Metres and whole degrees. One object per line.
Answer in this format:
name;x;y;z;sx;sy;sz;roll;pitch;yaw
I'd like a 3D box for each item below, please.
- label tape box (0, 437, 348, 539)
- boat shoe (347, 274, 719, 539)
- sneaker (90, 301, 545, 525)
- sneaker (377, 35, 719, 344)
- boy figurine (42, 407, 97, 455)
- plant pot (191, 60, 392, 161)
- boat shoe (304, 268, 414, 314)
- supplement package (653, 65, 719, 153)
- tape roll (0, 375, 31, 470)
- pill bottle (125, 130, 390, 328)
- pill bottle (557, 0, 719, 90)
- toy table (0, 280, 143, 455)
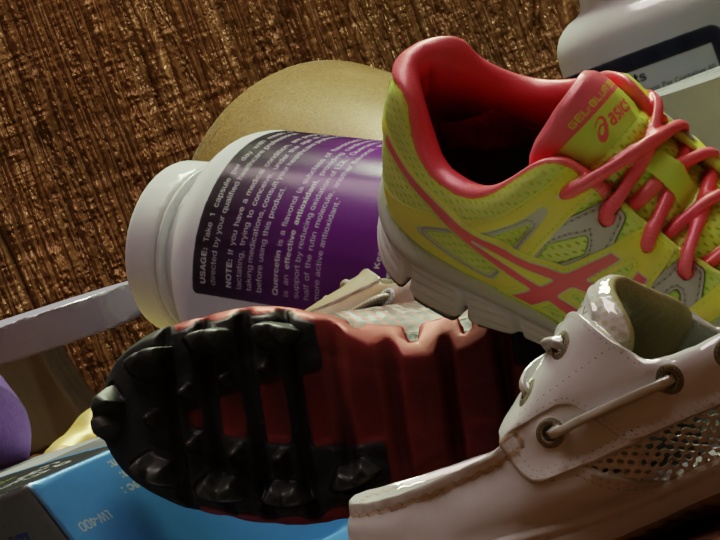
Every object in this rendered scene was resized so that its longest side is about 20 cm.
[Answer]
label tape box;-0.081;0.089;0.984;0.200;0.063;0.144;-19;1;38
boat shoe;0.078;0.034;0.767;0.200;0.069;0.071;-20;3;24
sneaker;0.015;0.043;0.929;0.200;0.071;0.098;-6;-2;8
sneaker;0.081;-0.013;0.829;0.200;0.090;0.078;19;50;29
boy figurine;-0.081;0.081;1.222;0.124;0.065;0.200;-9;-1;-5
plant pot;0.035;-0.011;1.411;0.186;0.187;0.200;-20;14;-29
boat shoe;0.005;0.040;1.068;0.200;0.076;0.072;-11;48;25
supplement package;0.193;-0.037;0.997;0.200;0.114;0.109;-21;3;-31
tape roll;-0.223;0.088;1.056;0.200;0.066;0.200;-34;-24;-17
pill bottle;0.000;0.000;1.193;0.200;0.113;0.112;9;19;37
pill bottle;0.157;-0.078;1.320;0.111;0.200;0.111;-19;1;0
toy table;-0.179;0.084;1.496;0.184;0.117;0.200;-20;2;-39
